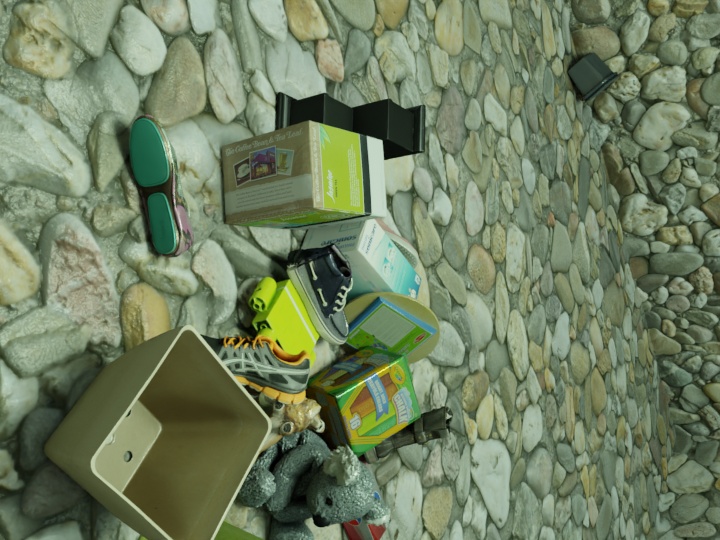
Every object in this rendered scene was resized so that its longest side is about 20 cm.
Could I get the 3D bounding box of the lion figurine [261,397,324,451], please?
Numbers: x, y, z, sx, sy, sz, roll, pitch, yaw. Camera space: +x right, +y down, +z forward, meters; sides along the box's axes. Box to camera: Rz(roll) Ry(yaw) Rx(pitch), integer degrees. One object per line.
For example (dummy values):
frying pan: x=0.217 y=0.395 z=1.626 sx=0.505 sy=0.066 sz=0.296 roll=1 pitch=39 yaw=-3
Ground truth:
lion figurine: x=-0.150 y=0.260 z=1.085 sx=0.073 sy=0.198 sz=0.123 roll=59 pitch=-8 yaw=13

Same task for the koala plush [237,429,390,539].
koala plush: x=-0.057 y=0.343 z=1.115 sx=0.184 sy=0.198 sz=0.179 roll=-54 pitch=126 yaw=-43

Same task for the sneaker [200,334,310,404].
sneaker: x=-0.165 y=0.129 z=1.042 sx=0.198 sy=0.078 sz=0.078 roll=21 pitch=102 yaw=-12

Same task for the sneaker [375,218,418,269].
sneaker: x=0.031 y=-0.081 z=1.345 sx=0.198 sy=0.076 sz=0.105 roll=26 pitch=44 yaw=-3

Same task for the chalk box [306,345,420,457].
chalk box: x=0.021 y=0.220 z=1.250 sx=0.198 sy=0.123 sz=0.126 roll=-27 pitch=107 yaw=-28

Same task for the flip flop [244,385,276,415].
flip flop: x=-0.167 y=0.199 z=1.105 sx=0.199 sy=0.057 sz=0.082 roll=28 pitch=63 yaw=-49

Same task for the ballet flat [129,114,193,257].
ballet flat: x=-0.281 y=-0.121 z=1.002 sx=0.071 sy=0.068 sz=0.203 roll=-41 pitch=123 yaw=-68

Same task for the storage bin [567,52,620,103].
storage bin: x=0.854 y=-0.720 z=2.592 sx=0.135 sy=0.145 sz=0.199 roll=52 pitch=40 yaw=4

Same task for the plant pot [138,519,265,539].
plant pot: x=-0.181 y=0.428 z=0.942 sx=0.199 sy=0.188 sz=0.203 roll=13 pitch=74 yaw=-52

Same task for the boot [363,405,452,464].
boot: x=0.090 y=0.293 z=1.302 sx=0.200 sy=0.172 sz=0.070 roll=-79 pitch=150 yaw=-80

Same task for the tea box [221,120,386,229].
tea box: x=-0.091 y=-0.147 z=1.143 sx=0.195 sy=0.198 sz=0.136 roll=2 pitch=84 yaw=-52

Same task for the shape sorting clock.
shape sorting clock: x=0.051 y=0.111 z=1.304 sx=0.201 sy=0.198 sz=0.040 roll=57 pitch=29 yaw=-31

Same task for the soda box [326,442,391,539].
soda box: x=-0.012 y=0.403 z=1.282 sx=0.070 sy=0.063 sz=0.202 roll=-41 pitch=116 yaw=-49

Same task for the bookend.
bookend: x=-0.016 y=-0.268 z=1.265 sx=0.199 sy=0.197 sz=0.094 roll=12 pitch=77 yaw=-51

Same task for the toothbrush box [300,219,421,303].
toothbrush box: x=0.000 y=0.000 z=1.290 sx=0.200 sy=0.145 sz=0.086 roll=47 pitch=48 yaw=-38

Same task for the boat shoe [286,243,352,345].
boat shoe: x=-0.046 y=0.044 z=1.209 sx=0.201 sy=0.092 sz=0.075 roll=60 pitch=28 yaw=-30

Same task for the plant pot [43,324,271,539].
plant pot: x=-0.265 y=0.210 z=0.869 sx=0.201 sy=0.175 sz=0.201 roll=58 pitch=43 yaw=-31

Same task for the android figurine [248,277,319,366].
android figurine: x=-0.124 y=0.096 z=1.171 sx=0.184 sy=0.041 sz=0.201 roll=63 pitch=26 yaw=-26
